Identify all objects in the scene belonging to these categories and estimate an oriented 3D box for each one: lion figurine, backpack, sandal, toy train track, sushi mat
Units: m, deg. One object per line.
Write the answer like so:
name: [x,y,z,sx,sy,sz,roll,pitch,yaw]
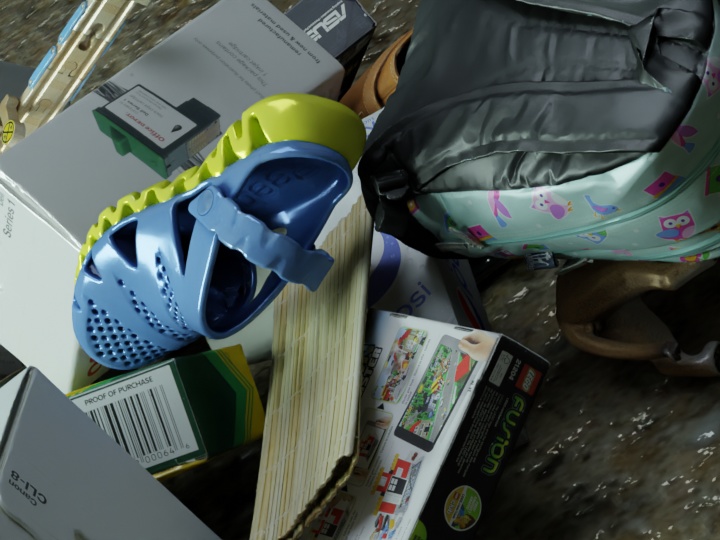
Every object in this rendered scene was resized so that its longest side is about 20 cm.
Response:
lion figurine: [0.137,-0.014,1.408,0.122,0.073,0.200,-5,32,31]
backpack: [0.111,-0.078,1.343,0.199,0.126,0.168,1,69,45]
sandal: [-0.074,-0.003,1.358,0.200,0.079,0.087,-40,40,40]
toy train track: [-0.165,-0.090,1.533,0.200,0.114,0.033,-52,39,29]
sushi mat: [-0.023,0.051,1.347,0.096,0.012,0.201,-50,21,33]

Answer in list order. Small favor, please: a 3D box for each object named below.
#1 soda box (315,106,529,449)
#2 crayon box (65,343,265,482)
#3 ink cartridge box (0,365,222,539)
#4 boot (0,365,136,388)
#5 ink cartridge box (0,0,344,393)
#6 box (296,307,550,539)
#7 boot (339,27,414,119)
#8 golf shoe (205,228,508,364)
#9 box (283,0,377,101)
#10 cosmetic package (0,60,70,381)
soda box: [0.022,0.013,1.442,0.063,0.068,0.201,-28,45,12]
crayon box: [-0.161,0.098,1.476,0.199,0.059,0.173,-20,-1,8]
ink cartridge box: [-0.182,0.177,1.326,0.200,0.145,0.145,-37,21,24]
boot: [-0.228,0.103,1.654,0.200,0.078,0.138,-38,20,-11]
ink cartridge box: [-0.114,-0.042,1.556,0.200,0.084,0.146,-39,-20,-31]
box: [0.004,0.119,1.292,0.110,0.035,0.201,11,74,57]
boot: [0.067,-0.126,1.601,0.199,0.077,0.155,-29,-10,-23]
golf shoe: [0.000,0.000,1.555,0.199,0.073,0.092,-29,27,11]
box: [-0.085,-0.087,1.761,0.200,0.049,0.161,-40,-7,-14]
cosmetic package: [-0.280,-0.011,1.741,0.199,0.201,0.123,-14,-13,35]
